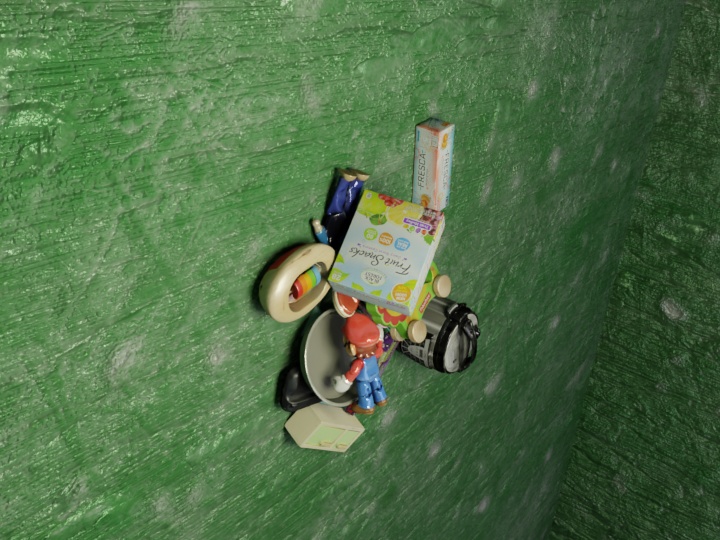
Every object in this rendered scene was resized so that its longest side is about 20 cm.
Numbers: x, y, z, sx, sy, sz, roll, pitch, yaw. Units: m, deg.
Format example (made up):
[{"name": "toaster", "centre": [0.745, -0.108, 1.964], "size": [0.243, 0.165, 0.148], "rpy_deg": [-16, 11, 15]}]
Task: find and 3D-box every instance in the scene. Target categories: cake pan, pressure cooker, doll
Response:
[{"name": "cake pan", "centre": [-0.049, 0.176, 1.664], "size": [0.199, 0.036, 0.203], "rpy_deg": [5, 83, -45]}, {"name": "pressure cooker", "centre": [0.196, 0.151, 1.973], "size": [0.175, 0.199, 0.180], "rpy_deg": [25, 89, -60]}, {"name": "doll", "centre": [-0.043, -0.097, 1.593], "size": [0.136, 0.048, 0.202], "rpy_deg": [-9, 120, -50]}]

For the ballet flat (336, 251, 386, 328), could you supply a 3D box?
[{"name": "ballet flat", "centre": [-0.005, 0.042, 1.695], "size": [0.069, 0.071, 0.201], "rpy_deg": [-46, 106, -29]}]

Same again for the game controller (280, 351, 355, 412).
[{"name": "game controller", "centre": [-0.085, 0.227, 1.695], "size": [0.199, 0.042, 0.106], "rpy_deg": [-13, 113, -45]}]

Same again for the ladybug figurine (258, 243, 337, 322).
[{"name": "ladybug figurine", "centre": [-0.119, 0.016, 1.521], "size": [0.199, 0.071, 0.137], "rpy_deg": [-34, 136, -43]}]

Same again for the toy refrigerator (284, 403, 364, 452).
[{"name": "toy refrigerator", "centre": [-0.074, 0.346, 1.781], "size": [0.076, 0.070, 0.200], "rpy_deg": [-47, 150, 8]}]

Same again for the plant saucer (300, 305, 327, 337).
[{"name": "plant saucer", "centre": [-0.062, 0.139, 1.742], "size": [0.070, 0.019, 0.200], "rpy_deg": [-62, 150, -8]}]

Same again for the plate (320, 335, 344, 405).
[{"name": "plate", "centre": [-0.054, 0.217, 1.772], "size": [0.199, 0.025, 0.202], "rpy_deg": [-33, 141, -31]}]

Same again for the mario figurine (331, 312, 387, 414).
[{"name": "mario figurine", "centre": [-0.003, 0.181, 1.650], "size": [0.124, 0.105, 0.203], "rpy_deg": [-64, 148, -71]}]

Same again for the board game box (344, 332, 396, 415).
[{"name": "board game box", "centre": [0.031, 0.236, 1.878], "size": [0.202, 0.032, 0.120], "rpy_deg": [-62, 165, 2]}]

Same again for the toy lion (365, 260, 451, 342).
[{"name": "toy lion", "centre": [0.088, 0.038, 1.657], "size": [0.201, 0.068, 0.192], "rpy_deg": [-57, 131, -30]}]

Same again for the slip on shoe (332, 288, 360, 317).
[{"name": "slip on shoe", "centre": [0.000, 0.000, 1.624], "size": [0.074, 0.061, 0.202], "rpy_deg": [39, 63, -32]}]

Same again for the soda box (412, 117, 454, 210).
[{"name": "soda box", "centre": [0.161, -0.232, 1.811], "size": [0.068, 0.063, 0.202], "rpy_deg": [-33, 136, -43]}]

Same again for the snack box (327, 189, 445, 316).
[{"name": "snack box", "centre": [0.052, -0.035, 1.552], "size": [0.068, 0.167, 0.202], "rpy_deg": [65, 44, -67]}]

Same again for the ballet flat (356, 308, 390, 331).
[{"name": "ballet flat", "centre": [0.053, 0.085, 1.827], "size": [0.070, 0.068, 0.200], "rpy_deg": [-41, 148, 9]}]
